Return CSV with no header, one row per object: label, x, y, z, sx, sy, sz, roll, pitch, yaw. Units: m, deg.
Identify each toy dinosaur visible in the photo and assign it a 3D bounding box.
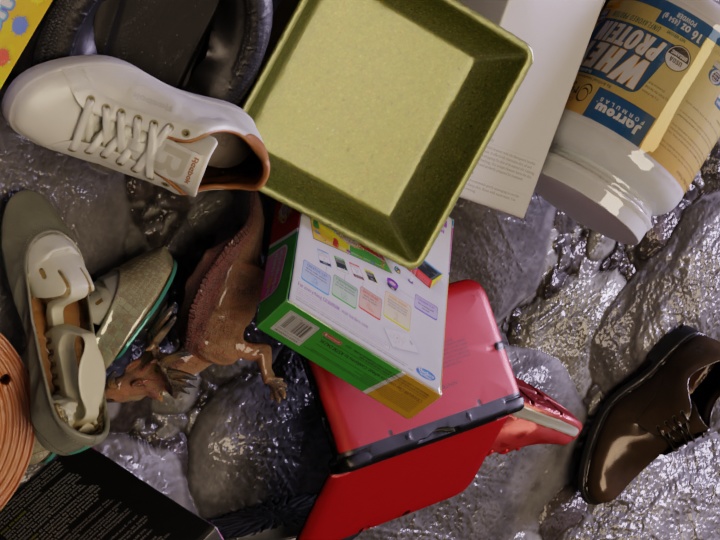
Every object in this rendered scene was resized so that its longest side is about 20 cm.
toy dinosaur,-0.114,0.027,1.738,0.135,0.086,0.200,9,102,-49

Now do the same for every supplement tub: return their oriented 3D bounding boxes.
supplement tub,0.239,-0.138,1.922,0.145,0.145,0.200,38,81,-39

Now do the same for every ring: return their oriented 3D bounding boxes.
ring,-0.336,0.116,1.637,0.200,0.019,0.201,-6,106,-22

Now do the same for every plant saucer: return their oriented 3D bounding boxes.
plant saucer,0.006,-0.131,1.719,0.199,0.048,0.200,27,93,-28

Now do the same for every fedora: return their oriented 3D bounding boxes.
fedora,-0.164,-0.178,1.632,0.200,0.092,0.201,-16,127,-23

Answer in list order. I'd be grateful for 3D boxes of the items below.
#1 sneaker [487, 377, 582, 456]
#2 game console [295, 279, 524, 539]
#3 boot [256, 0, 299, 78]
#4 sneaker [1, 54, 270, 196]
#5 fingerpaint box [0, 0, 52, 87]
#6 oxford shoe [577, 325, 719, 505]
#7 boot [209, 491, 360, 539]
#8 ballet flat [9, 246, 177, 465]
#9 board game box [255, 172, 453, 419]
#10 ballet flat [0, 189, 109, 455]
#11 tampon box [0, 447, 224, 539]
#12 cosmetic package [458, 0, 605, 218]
sneaker,0.094,0.147,1.969,0.200,0.078,0.116,20,102,-27
game console,0.023,0.118,1.841,0.200,0.119,0.173,-16,85,-39
boot,0.020,-0.197,1.783,0.155,0.073,0.200,38,83,-38
sneaker,-0.151,-0.098,1.572,0.200,0.085,0.073,8,116,-30
fingerpaint box,-0.297,-0.163,1.498,0.073,0.167,0.200,33,84,-39
oxford shoe,0.278,0.142,2.087,0.200,0.084,0.073,-51,130,-9
boot,-0.068,0.298,1.890,0.164,0.066,0.201,-10,108,-25
ballet flat,-0.215,0.056,1.702,0.062,0.067,0.200,36,82,-26
board game box,0.000,0.000,1.751,0.153,0.200,0.040,33,129,-23
ballet flat,-0.217,0.035,1.646,0.067,0.064,0.201,-5,84,-42
tampon box,-0.178,0.250,1.705,0.126,0.200,0.150,-41,127,-19
cosmetic package,0.112,-0.157,1.859,0.107,0.085,0.200,18,93,-40
